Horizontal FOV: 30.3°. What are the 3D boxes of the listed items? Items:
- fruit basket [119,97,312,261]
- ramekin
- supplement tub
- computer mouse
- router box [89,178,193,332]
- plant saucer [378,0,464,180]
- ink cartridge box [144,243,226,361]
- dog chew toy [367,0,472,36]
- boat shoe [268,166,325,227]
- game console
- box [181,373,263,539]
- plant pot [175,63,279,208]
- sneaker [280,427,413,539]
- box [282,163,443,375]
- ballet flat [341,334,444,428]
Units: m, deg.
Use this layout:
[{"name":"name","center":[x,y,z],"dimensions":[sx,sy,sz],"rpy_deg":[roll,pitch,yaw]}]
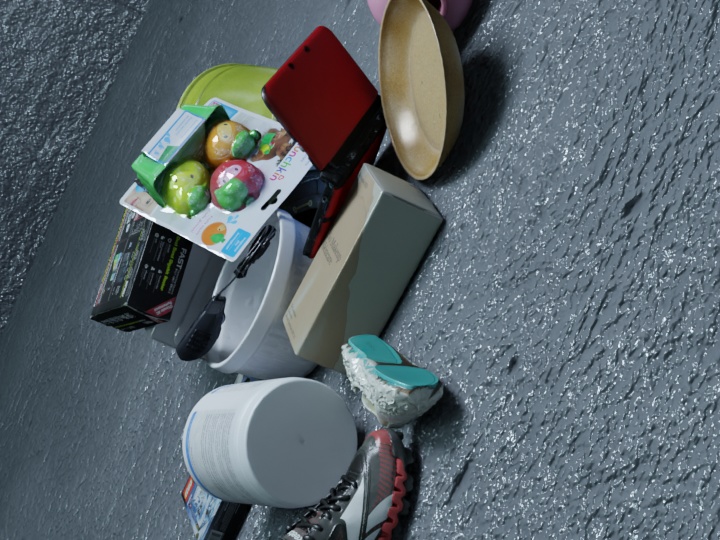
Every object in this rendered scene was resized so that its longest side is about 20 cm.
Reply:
[{"name":"fruit basket","center":[-0.164,-0.117,1.554],"dimensions":[0.199,0.094,0.186],"rpy_deg":[23,66,39]},{"name":"ramekin","center":[-0.096,0.037,1.564],"dimensions":[0.200,0.104,0.202],"rpy_deg":[-49,28,38]},{"name":"supplement tub","center":[-0.100,0.182,1.407],"dimensions":[0.200,0.131,0.133],"rpy_deg":[-13,58,64]},{"name":"computer mouse","center":[-0.149,0.030,1.523],"dimensions":[0.201,0.034,0.059],"rpy_deg":[-52,7,24]},{"name":"router box","center":[-0.266,-0.028,1.685],"dimensions":[0.149,0.062,0.202],"rpy_deg":[-13,57,60]},{"name":"plant saucer","center":[0.068,-0.198,1.409],"dimensions":[0.200,0.035,0.203],"rpy_deg":[172,90,-73]},{"name":"ink cartridge box","center":[-0.206,0.023,1.774],"dimensions":[0.149,0.143,0.200],"rpy_deg":[-65,22,6]},{"name":"dog chew toy","center":[0.069,-0.348,1.525],"dimensions":[0.125,0.124,0.201],"rpy_deg":[-52,19,33]},{"name":"boat shoe","center":[-0.069,-0.072,1.636],"dimensions":[0.202,0.071,0.061],"rpy_deg":[129,138,-65]},{"name":"game console","center":[-0.048,-0.144,1.482],"dimensions":[0.200,0.118,0.174],"rpy_deg":[-58,-8,-53]},{"name":"box","center":[-0.150,0.221,1.605],"dimensions":[0.202,0.040,0.137],"rpy_deg":[-64,23,10]},{"name":"plant pot","center":[-0.109,-0.176,1.706],"dimensions":[0.192,0.199,0.203],"rpy_deg":[0,69,54]},{"name":"sneaker","center":[-0.018,0.234,1.214],"dimensions":[0.071,0.097,0.203],"rpy_deg":[-2,67,68]},{"name":"box","center":[0.000,0.000,1.411],"dimensions":[0.202,0.077,0.095],"rpy_deg":[-62,22,14]},{"name":"ballet flat","center":[0.030,0.114,1.271],"dimensions":[0.072,0.071,0.200],"rpy_deg":[-66,17,4]}]
